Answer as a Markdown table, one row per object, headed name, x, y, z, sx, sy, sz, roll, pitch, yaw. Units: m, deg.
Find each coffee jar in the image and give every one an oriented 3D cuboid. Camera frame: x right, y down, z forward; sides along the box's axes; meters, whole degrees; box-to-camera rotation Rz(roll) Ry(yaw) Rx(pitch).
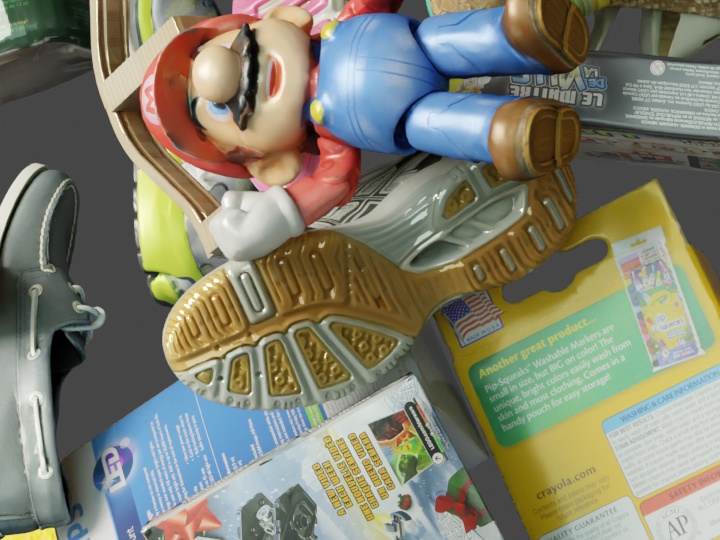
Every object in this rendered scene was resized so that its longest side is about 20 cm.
| name | x | y | z | sx | sy | sz | roll | pitch | yaw |
| --- | --- | --- | --- | --- | --- | --- | --- | --- | --- |
| coffee jar | -0.199 | -0.190 | 1.156 | 0.104 | 0.085 | 0.201 | -17 | 80 | 19 |

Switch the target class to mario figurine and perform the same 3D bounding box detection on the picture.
| name | x | y | z | sx | sy | sz | roll | pitch | yaw |
| --- | --- | --- | --- | --- | --- | --- | --- | --- | --- |
| mario figurine | -0.013 | -0.076 | 0.936 | 0.199 | 0.106 | 0.124 | -1 | 44 | 32 |

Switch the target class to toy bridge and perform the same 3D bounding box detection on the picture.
| name | x | y | z | sx | sy | sz | roll | pitch | yaw |
| --- | --- | --- | --- | --- | --- | --- | --- | --- | --- |
| toy bridge | -0.095 | -0.095 | 1.058 | 0.067 | 0.027 | 0.201 | -37 | 67 | 40 |

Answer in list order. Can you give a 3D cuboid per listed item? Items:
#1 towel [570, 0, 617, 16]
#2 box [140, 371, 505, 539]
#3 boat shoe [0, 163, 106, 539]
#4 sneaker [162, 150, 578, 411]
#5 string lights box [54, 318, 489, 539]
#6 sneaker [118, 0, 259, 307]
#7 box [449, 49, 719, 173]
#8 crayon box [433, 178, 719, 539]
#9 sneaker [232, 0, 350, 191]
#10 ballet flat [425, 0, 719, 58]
| name | x | y | z | sx | sy | sz | roll | pitch | yaw |
| --- | --- | --- | --- | --- | --- | --- | --- | --- | --- |
| towel | 0.122 | -0.161 | 1.007 | 0.086 | 0.199 | 0.018 | 45 | 138 | 22 |
| box | 0.012 | 0.164 | 0.981 | 0.136 | 0.040 | 0.201 | -28 | 91 | -2 |
| boat shoe | -0.154 | 0.038 | 1.108 | 0.061 | 0.073 | 0.201 | 2 | 58 | 9 |
| sneaker | 0.000 | 0.000 | 1.016 | 0.199 | 0.088 | 0.076 | -24 | 106 | -15 |
| string lights box | -0.049 | 0.092 | 1.071 | 0.199 | 0.059 | 0.103 | -34 | 46 | 12 |
| sneaker | -0.069 | -0.085 | 1.118 | 0.080 | 0.074 | 0.202 | -5 | 90 | 10 |
| box | 0.108 | -0.073 | 1.032 | 0.199 | 0.110 | 0.035 | 7 | 86 | 18 |
| crayon box | 0.129 | 0.077 | 1.040 | 0.125 | 0.052 | 0.201 | -27 | 77 | 13 |
| sneaker | -0.016 | -0.120 | 1.081 | 0.073 | 0.087 | 0.201 | -21 | 64 | 36 |
| ballet flat | 0.120 | -0.126 | 1.036 | 0.198 | 0.071 | 0.066 | 3 | 107 | -12 |
